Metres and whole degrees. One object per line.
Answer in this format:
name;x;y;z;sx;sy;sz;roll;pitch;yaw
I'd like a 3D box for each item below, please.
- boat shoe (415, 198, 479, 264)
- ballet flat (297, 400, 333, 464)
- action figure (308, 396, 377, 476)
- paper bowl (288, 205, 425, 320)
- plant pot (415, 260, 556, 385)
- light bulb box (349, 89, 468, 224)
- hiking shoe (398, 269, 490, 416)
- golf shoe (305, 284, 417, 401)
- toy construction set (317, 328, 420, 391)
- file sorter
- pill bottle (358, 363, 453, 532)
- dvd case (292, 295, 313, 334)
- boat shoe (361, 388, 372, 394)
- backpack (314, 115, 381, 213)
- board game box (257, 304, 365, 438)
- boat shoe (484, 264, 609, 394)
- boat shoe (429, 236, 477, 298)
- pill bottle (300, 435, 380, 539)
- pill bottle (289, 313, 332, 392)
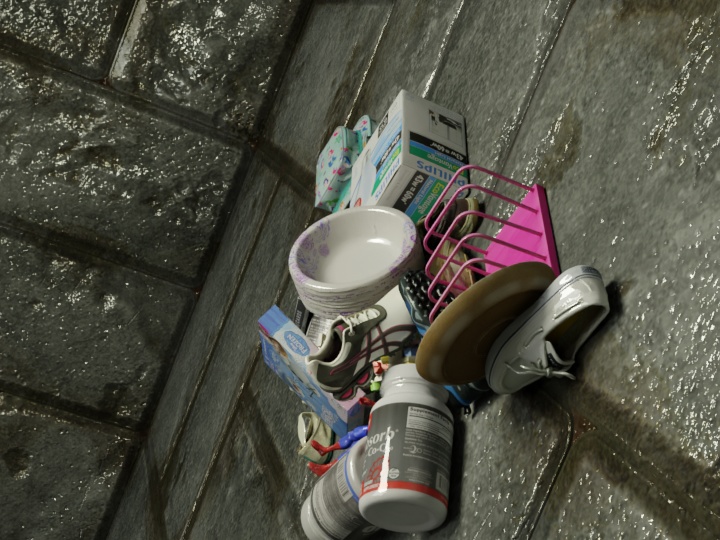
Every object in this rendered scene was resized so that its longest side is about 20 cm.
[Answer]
boat shoe;0.113;-0.058;1.795;0.201;0.066;0.072;133;148;-54
ballet flat;-0.075;0.247;2.048;0.067;0.062;0.200;-53;23;43
action figure;0.000;0.228;1.681;0.200;0.099;0.065;-23;40;23
paper bowl;0.000;0.000;1.749;0.201;0.200;0.105;-94;-12;-53
plant pot;0.155;0.071;1.362;0.028;0.200;0.200;52;128;31
light bulb box;0.076;-0.149;1.913;0.198;0.125;0.200;-56;21;39
hiking shoe;0.099;0.091;1.530;0.200;0.074;0.087;59;137;25
golf shoe;0.012;0.084;1.579;0.200;0.088;0.077;-50;38;-6
toy construction set;0.035;0.130;1.680;0.200;0.131;0.092;1;82;39
file sorter;0.160;-0.020;1.506;0.200;0.125;0.139;-90;26;-48
pill bottle;0.064;0.234;1.539;0.116;0.116;0.200;-49;27;50
dvd case;-0.057;0.041;2.070;0.200;0.025;0.150;-48;-18;-38
boat shoe;0.024;0.120;1.887;0.059;0.072;0.200;-6;42;26
backpack;0.000;-0.189;2.179;0.200;0.150;0.178;-80;18;-44
board game box;-0.076;0.167;1.826;0.043;0.199;0.200;-43;-16;-17
boat shoe;0.217;0.092;1.321;0.202;0.074;0.086;-51;34;31
boat shoe;0.132;0.011;1.661;0.200;0.066;0.074;-79;14;-65
pill bottle;-0.005;0.323;1.657;0.200;0.114;0.114;129;154;-49
pill bottle;-0.041;0.127;1.994;0.111;0.110;0.201;179;110;-72
